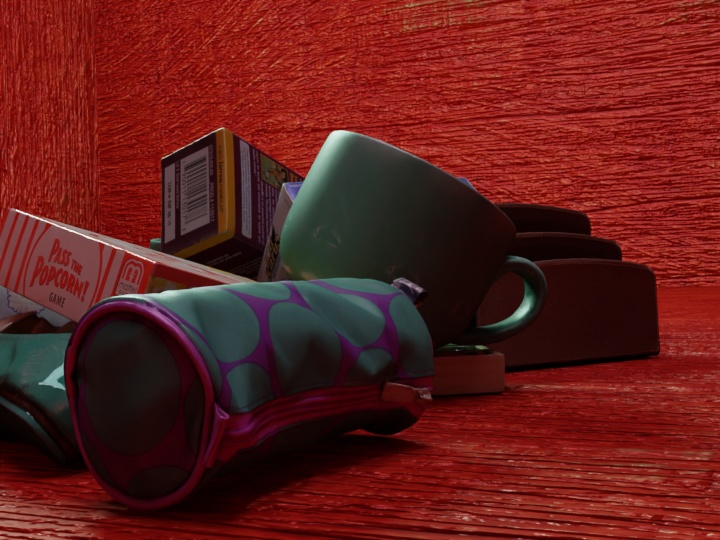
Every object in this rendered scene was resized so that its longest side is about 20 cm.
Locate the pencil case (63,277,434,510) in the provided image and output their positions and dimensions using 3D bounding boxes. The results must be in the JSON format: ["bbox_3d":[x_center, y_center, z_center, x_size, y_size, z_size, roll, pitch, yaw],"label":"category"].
[{"bbox_3d":[-0.039,0.048,0.469,0.092,0.086,0.199,22,13,29],"label":"pencil case"}]

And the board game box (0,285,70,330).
[{"bbox_3d":[-0.241,0.045,0.726,0.198,0.042,0.199,-15,-16,33],"label":"board game box"}]

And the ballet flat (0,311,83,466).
[{"bbox_3d":[-0.183,0.058,0.560,0.199,0.068,0.070,4,41,49],"label":"ballet flat"}]

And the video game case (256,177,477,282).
[{"bbox_3d":[0.000,0.000,0.956,0.198,0.183,0.046,-4,40,-30],"label":"video game case"}]

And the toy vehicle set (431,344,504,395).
[{"bbox_3d":[-0.003,0.074,0.754,0.197,0.027,0.124,-2,0,-7],"label":"toy vehicle set"}]

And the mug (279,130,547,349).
[{"bbox_3d":[0.032,-0.005,0.718,0.184,0.115,0.152,27,-6,20],"label":"mug"}]

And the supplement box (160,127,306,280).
[{"bbox_3d":[-0.097,-0.039,0.992,0.085,0.112,0.199,-19,-29,29],"label":"supplement box"}]

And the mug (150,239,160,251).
[{"bbox_3d":[-0.176,0.022,1.266,0.151,0.116,0.184,4,3,36],"label":"mug"}]

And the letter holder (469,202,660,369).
[{"bbox_3d":[0.159,0.009,0.910,0.198,0.144,0.100,-2,0,-28],"label":"letter holder"}]

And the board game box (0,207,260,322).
[{"bbox_3d":[-0.096,0.023,0.607,0.150,0.047,0.199,18,-1,41],"label":"board game box"}]
